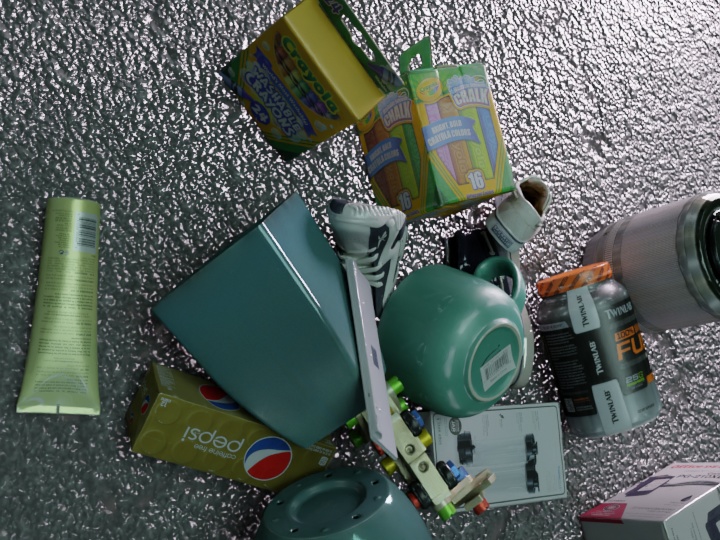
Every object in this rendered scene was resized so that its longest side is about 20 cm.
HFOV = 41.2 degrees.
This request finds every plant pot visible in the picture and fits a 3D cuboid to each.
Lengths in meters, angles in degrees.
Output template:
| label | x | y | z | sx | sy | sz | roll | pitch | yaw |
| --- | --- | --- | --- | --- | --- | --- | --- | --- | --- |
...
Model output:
| label | x | y | z | sx | sy | sz | roll | pitch | yaw |
| --- | --- | --- | --- | --- | --- | --- | --- | --- | --- |
| plant pot | -0.070 | 0.057 | 0.935 | 0.201 | 0.141 | 0.141 | 52 | 18 | -7 |
| plant pot | -0.014 | 0.288 | 0.908 | 0.199 | 0.199 | 0.163 | -24 | 109 | -33 |

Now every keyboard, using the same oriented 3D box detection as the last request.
| label | x | y | z | sx | sy | sz | roll | pitch | yaw |
| --- | --- | --- | --- | --- | --- | --- | --- | --- | --- |
| keyboard | 0.009 | 0.080 | 0.917 | 0.056 | 0.011 | 0.202 | 58 | 19 | -51 |

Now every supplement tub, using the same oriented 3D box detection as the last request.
| label | x | y | z | sx | sy | sz | roll | pitch | yaw |
| --- | --- | --- | --- | --- | --- | --- | --- | --- | --- |
| supplement tub | 0.296 | 0.098 | 1.211 | 0.121 | 0.122 | 0.203 | -17 | 90 | -33 |

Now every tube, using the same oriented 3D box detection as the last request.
| label | x | y | z | sx | sy | sz | roll | pitch | yaw |
| --- | --- | --- | --- | --- | --- | --- | --- | --- | --- |
| tube | -0.280 | 0.034 | 0.906 | 0.052 | 0.057 | 0.204 | 26 | 64 | -72 |

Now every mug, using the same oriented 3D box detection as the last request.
| label | x | y | z | sx | sy | sz | roll | pitch | yaw |
| --- | --- | --- | --- | --- | --- | --- | --- | --- | --- |
| mug | 0.112 | 0.067 | 1.047 | 0.151 | 0.114 | 0.188 | 18 | 93 | -44 |

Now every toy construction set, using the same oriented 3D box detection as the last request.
| label | x | y | z | sx | sy | sz | roll | pitch | yaw |
| --- | --- | --- | --- | --- | --- | --- | --- | --- | --- |
| toy construction set | 0.053 | 0.191 | 1.000 | 0.199 | 0.131 | 0.092 | 41 | 76 | 6 |

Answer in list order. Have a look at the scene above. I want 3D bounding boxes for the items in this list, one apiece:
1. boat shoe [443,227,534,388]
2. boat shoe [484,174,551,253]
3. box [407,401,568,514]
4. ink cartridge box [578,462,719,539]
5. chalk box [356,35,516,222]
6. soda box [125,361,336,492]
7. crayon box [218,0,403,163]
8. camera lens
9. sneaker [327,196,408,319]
| label | x | y | z | sx | sy | sz | roll | pitch | yaw |
| --- | --- | --- | --- | --- | --- | --- | --- | --- | --- |
| boat shoe | 0.149 | 0.044 | 1.166 | 0.091 | 0.075 | 0.203 | 2 | 72 | -25 |
| boat shoe | 0.203 | -0.080 | 1.163 | 0.071 | 0.070 | 0.200 | 48 | 22 | 2 |
| box | 0.149 | 0.219 | 1.131 | 0.197 | 0.060 | 0.119 | 0 | 80 | -32 |
| ink cartridge box | 0.404 | 0.317 | 1.223 | 0.198 | 0.144 | 0.086 | -17 | 89 | -33 |
| chalk box | 0.079 | -0.168 | 1.125 | 0.122 | 0.124 | 0.203 | -14 | 87 | -33 |
| soda box | -0.128 | 0.161 | 0.950 | 0.198 | 0.064 | 0.068 | 23 | 104 | -26 |
| crayon box | -0.058 | -0.200 | 0.998 | 0.052 | 0.199 | 0.126 | -45 | 104 | -30 |
| camera lens | 0.412 | -0.005 | 1.254 | 0.158 | 0.199 | 0.163 | 9 | 73 | -33 |
| sneaker | 0.000 | 0.000 | 1.027 | 0.078 | 0.199 | 0.132 | 11 | 86 | 6 |
